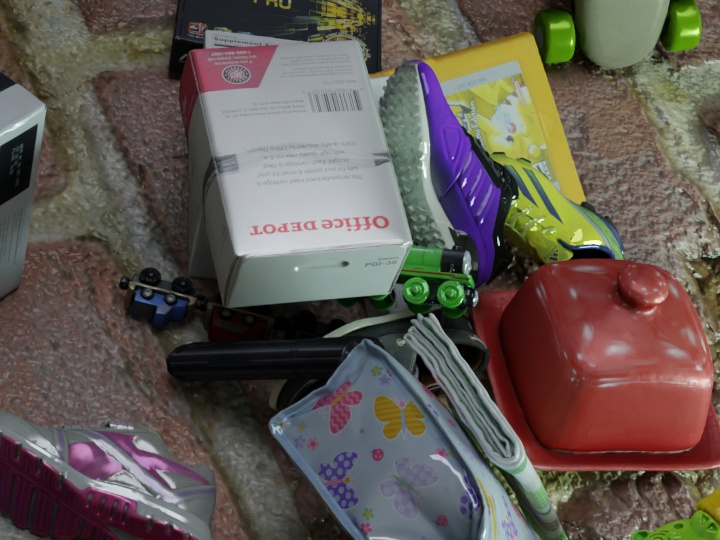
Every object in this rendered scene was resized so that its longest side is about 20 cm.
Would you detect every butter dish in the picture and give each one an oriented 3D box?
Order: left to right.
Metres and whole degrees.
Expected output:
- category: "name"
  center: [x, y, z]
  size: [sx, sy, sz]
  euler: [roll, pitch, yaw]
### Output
- category: "butter dish"
  center: [0.213, 0.055, 1.670]
  size: [0.198, 0.148, 0.200]
  euler: [2, 47, -17]

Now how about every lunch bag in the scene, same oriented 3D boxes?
- category: "lunch bag"
  center: [0.044, 0.176, 1.464]
  size: [0.127, 0.170, 0.200]
  euler: [-42, 60, 2]

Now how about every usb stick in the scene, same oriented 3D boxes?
- category: "usb stick"
  center: [-0.067, 0.070, 1.556]
  size: [0.199, 0.033, 0.055]
  euler: [-3, 4, 40]

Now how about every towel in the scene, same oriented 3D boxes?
- category: "towel"
  center: [0.098, 0.131, 1.539]
  size: [0.031, 0.200, 0.150]
  euler: [-32, 58, -2]

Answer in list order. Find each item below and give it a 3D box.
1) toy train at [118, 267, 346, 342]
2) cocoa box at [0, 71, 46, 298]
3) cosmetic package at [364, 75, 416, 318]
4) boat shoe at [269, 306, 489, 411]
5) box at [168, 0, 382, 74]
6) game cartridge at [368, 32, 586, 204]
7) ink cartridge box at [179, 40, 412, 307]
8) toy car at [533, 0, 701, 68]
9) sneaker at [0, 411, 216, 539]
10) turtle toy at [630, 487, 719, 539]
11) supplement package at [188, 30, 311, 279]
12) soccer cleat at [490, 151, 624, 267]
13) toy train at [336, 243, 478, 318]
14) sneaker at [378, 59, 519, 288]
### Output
- category: "toy train"
  center: [-0.105, 0.043, 1.659]
  size: [0.198, 0.034, 0.046]
  euler: [15, 54, -5]
- category: "cocoa box"
  center: [-0.342, -0.063, 1.558]
  size: [0.131, 0.201, 0.133]
  euler: [36, 47, 18]
- category: "cosmetic package"
  center: [0.032, -0.064, 1.722]
  size: [0.082, 0.051, 0.202]
  euler: [-8, 87, -28]
- category: "boat shoe"
  center: [0.017, 0.081, 1.632]
  size: [0.199, 0.072, 0.068]
  euler: [-17, 50, -34]
- category: "box"
  center: [-0.079, -0.235, 1.928]
  size: [0.198, 0.049, 0.162]
  euler: [11, 41, -8]
- category: "game cartridge"
  center: [0.099, -0.110, 1.811]
  size: [0.199, 0.032, 0.178]
  euler: [-19, 91, -33]
- category: "ink cartridge box"
  center: [-0.056, -0.078, 1.598]
  size: [0.145, 0.083, 0.201]
  euler: [-4, 60, -17]
- category: "toy car"
  center: [0.245, -0.318, 2.062]
  size: [0.163, 0.159, 0.201]
  euler: [-6, 37, -10]
- category: "sneaker"
  center: [-0.194, 0.153, 1.490]
  size: [0.199, 0.082, 0.088]
  euler: [27, 42, -4]
- category: "turtle toy"
  center: [0.273, 0.272, 1.509]
  size: [0.145, 0.101, 0.200]
  euler: [-36, 66, -15]
- category: "supplement package"
  center: [-0.089, -0.099, 1.743]
  size: [0.109, 0.114, 0.201]
  euler: [6, 46, -11]
- category: "soccer cleat"
  center: [0.154, -0.040, 1.767]
  size: [0.199, 0.065, 0.084]
  euler: [26, 42, -27]
- category: "toy train"
  center: [0.000, 0.000, 1.639]
  size: [0.198, 0.042, 0.057]
  euler: [6, 73, 11]
- category: "sneaker"
  center: [0.080, -0.082, 1.685]
  size: [0.099, 0.069, 0.202]
  euler: [-17, 98, -29]
